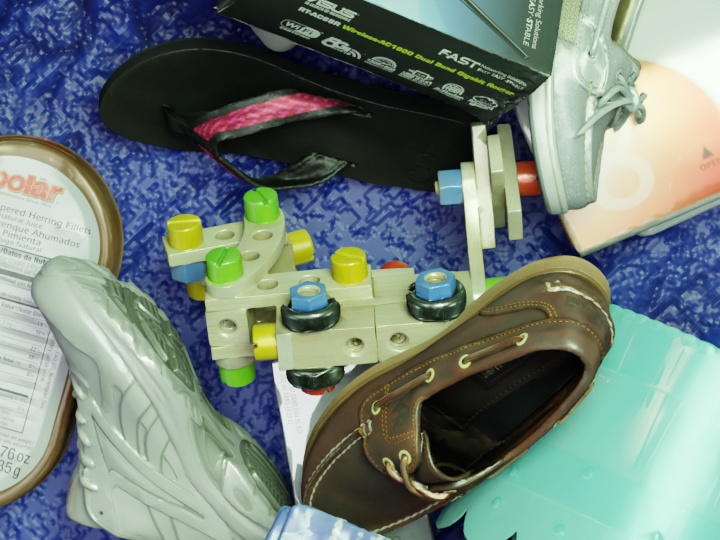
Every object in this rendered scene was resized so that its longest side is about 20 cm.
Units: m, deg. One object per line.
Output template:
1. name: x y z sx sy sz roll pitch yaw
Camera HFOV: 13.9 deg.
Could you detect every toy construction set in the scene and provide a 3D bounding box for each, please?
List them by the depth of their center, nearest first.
1. toy construction set: 0.000 0.000 1.467 0.200 0.131 0.092 -18 118 8

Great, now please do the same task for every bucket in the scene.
1. bucket: 0.153 0.110 1.449 0.207 0.207 0.135 27 86 -1

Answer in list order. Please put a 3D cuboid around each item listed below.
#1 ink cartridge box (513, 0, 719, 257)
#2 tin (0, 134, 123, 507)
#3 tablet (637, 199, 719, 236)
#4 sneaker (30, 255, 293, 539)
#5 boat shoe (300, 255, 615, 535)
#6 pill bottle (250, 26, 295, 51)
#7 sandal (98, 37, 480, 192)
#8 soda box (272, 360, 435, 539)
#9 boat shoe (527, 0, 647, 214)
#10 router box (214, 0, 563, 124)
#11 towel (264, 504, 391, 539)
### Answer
1. ink cartridge box: 0.144 -0.129 1.491 0.162 0.050 0.200 -24 95 2
2. tin: -0.191 0.029 1.529 0.112 0.042 0.200 15 94 -4
3. tablet: 0.206 -0.115 1.521 0.200 0.014 0.130 -25 93 2
4. sneaker: -0.119 0.086 1.496 0.099 0.078 0.200 -31 108 10
5. boat shoe: 0.039 0.071 1.391 0.070 0.070 0.200 33 124 -19
6. pill bottle: -0.059 -0.218 1.470 0.112 0.112 0.200 -37 93 3
7. sandal: -0.035 -0.069 1.498 0.200 0.075 0.045 11 50 -2
8. soda box: 0.004 0.134 1.519 0.068 0.064 0.200 -10 95 1
9. boat shoe: 0.121 -0.125 1.446 0.065 0.074 0.202 7 73 12
10. router box: 0.026 -0.189 1.401 0.150 0.062 0.200 20 63 -22
11. towel: 0.026 0.199 1.366 0.200 0.024 0.145 19 67 17
